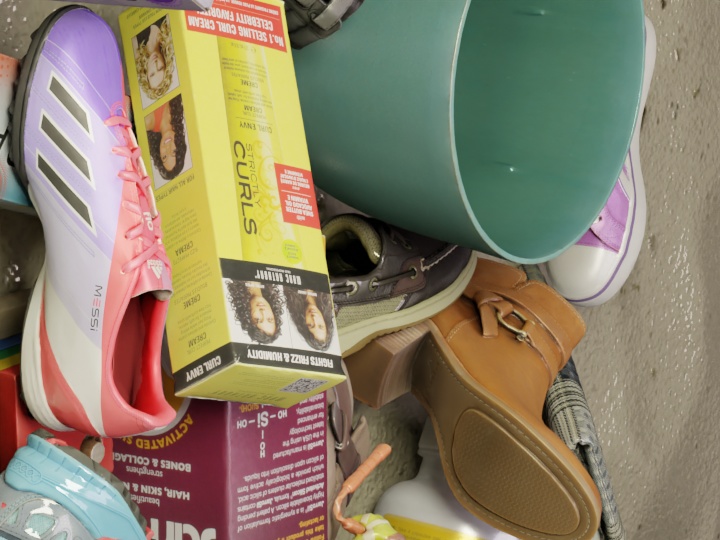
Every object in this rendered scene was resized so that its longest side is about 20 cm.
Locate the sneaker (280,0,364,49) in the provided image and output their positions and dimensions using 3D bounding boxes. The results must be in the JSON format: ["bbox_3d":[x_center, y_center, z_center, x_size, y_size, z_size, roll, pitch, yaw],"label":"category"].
[{"bbox_3d":[-0.034,-0.172,1.319,0.071,0.099,0.200,-55,179,-14],"label":"sneaker"}]

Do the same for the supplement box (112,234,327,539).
[{"bbox_3d":[-0.084,0.080,1.379,0.086,0.110,0.200,-11,103,-53],"label":"supplement box"}]

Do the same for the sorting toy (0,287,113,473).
[{"bbox_3d":[-0.192,0.129,1.282,0.200,0.070,0.199,-20,115,-52],"label":"sorting toy"}]

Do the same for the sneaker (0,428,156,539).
[{"bbox_3d":[-0.134,0.166,1.267,0.096,0.079,0.200,-44,129,-19],"label":"sneaker"}]

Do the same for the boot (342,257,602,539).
[{"bbox_3d":[0.093,0.067,1.576,0.155,0.200,0.074,-28,153,-50],"label":"boot"}]

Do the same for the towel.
[{"bbox_3d":[0.138,0.122,1.716,0.193,0.035,0.200,-103,175,-53],"label":"towel"}]

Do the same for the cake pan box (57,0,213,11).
[{"bbox_3d":[-0.118,-0.209,1.185,0.052,0.200,0.184,35,67,-51],"label":"cake pan box"}]

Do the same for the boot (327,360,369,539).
[{"bbox_3d":[-0.035,0.149,1.527,0.146,0.070,0.200,-58,155,-48],"label":"boot"}]

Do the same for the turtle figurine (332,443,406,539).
[{"bbox_3d":[0.016,0.206,1.478,0.200,0.064,0.161,-83,172,-48],"label":"turtle figurine"}]

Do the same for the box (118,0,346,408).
[{"bbox_3d":[-0.062,-0.037,1.282,0.075,0.050,0.200,10,62,-42],"label":"box"}]

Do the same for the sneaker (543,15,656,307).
[{"bbox_3d":[0.126,-0.082,1.698,0.114,0.073,0.201,15,76,-52],"label":"sneaker"}]

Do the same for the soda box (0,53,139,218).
[{"bbox_3d":[-0.169,-0.064,1.269,0.200,0.064,0.068,16,85,-55],"label":"soda box"}]

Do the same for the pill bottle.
[{"bbox_3d":[0.052,0.194,1.617,0.112,0.112,0.200,28,76,-55],"label":"pill bottle"}]

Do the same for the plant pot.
[{"bbox_3d":[0.038,-0.113,1.471,0.201,0.161,0.201,-19,113,-52],"label":"plant pot"}]

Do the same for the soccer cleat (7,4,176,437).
[{"bbox_3d":[-0.116,-0.021,1.234,0.068,0.073,0.200,-11,104,-53],"label":"soccer cleat"}]

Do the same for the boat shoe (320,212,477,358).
[{"bbox_3d":[0.000,0.000,1.525,0.200,0.073,0.065,-33,130,-47],"label":"boat shoe"}]
